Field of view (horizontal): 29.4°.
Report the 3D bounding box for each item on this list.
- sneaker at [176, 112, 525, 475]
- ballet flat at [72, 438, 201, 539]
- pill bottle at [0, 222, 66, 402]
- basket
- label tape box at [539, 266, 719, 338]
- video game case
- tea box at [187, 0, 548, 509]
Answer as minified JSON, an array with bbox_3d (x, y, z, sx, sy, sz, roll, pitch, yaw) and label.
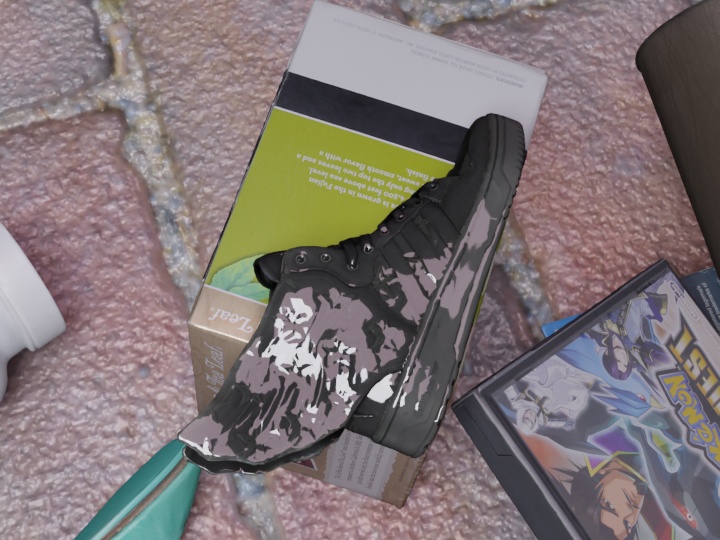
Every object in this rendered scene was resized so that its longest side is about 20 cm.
[{"bbox_3d":[0.000,0.005,0.609,0.104,0.060,0.201,19,71,-2],"label":"sneaker"},{"bbox_3d":[-0.148,0.179,0.747,0.200,0.067,0.071,-41,99,-19],"label":"ballet flat"},{"bbox_3d":[-0.269,0.055,0.758,0.200,0.112,0.112,-35,73,-17],"label":"pill bottle"},{"bbox_3d":[0.253,-0.048,0.757,0.180,0.136,0.201,-17,71,35],"label":"basket"},{"bbox_3d":[0.216,0.075,0.809,0.199,0.063,0.145,-17,69,-11],"label":"label tape box"},{"bbox_3d":[0.161,0.110,0.695,0.180,0.025,0.200,-28,81,-42],"label":"video game case"},{"bbox_3d":[0.000,0.000,0.753,0.133,0.200,0.198,19,68,3],"label":"tea box"}]
